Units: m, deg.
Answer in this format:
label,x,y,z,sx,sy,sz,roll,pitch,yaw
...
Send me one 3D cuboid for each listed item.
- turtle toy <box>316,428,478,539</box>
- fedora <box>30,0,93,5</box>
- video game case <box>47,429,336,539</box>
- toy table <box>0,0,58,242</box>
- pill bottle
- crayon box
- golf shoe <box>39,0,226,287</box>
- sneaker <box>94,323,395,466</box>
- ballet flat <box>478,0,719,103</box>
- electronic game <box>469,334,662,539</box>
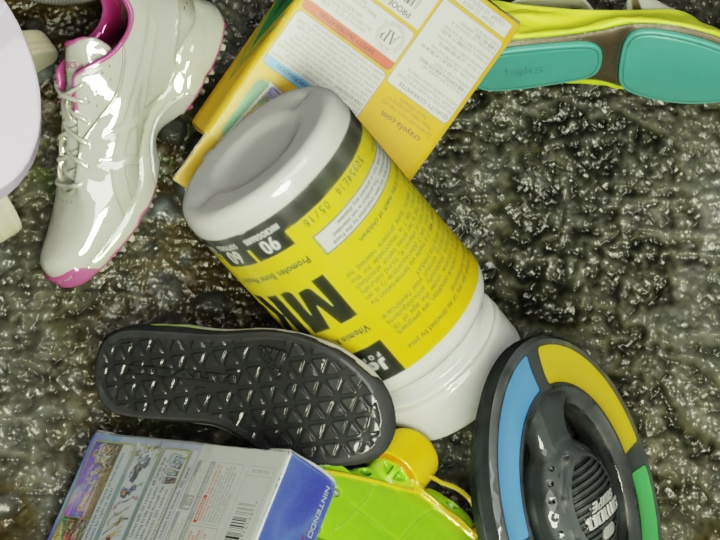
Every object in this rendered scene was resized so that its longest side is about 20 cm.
label,x,y,z,sx,sy,sz,roll,pitch,yaw
turtle toy,-0.003,0.169,1.116,0.200,0.101,0.146,39,48,9
fedora,-0.177,-0.229,1.215,0.199,0.090,0.177,-4,47,5
video game case,-0.118,0.191,1.063,0.045,0.181,0.200,37,66,-37
toy table,-0.266,-0.113,1.167,0.184,0.117,0.200,-22,77,-13
pill bottle,0.000,0.000,1.127,0.200,0.114,0.114,48,70,-25
crayon box,-0.013,-0.108,1.188,0.126,0.052,0.200,35,92,-18
golf shoe,-0.159,-0.090,1.177,0.091,0.075,0.200,31,75,-37
sneaker,-0.060,0.064,1.127,0.200,0.083,0.072,13,93,26
ballet flat,0.162,-0.152,1.266,0.199,0.067,0.067,1,51,-5
electronic game,0.122,0.135,1.115,0.042,0.200,0.201,-16,69,31
